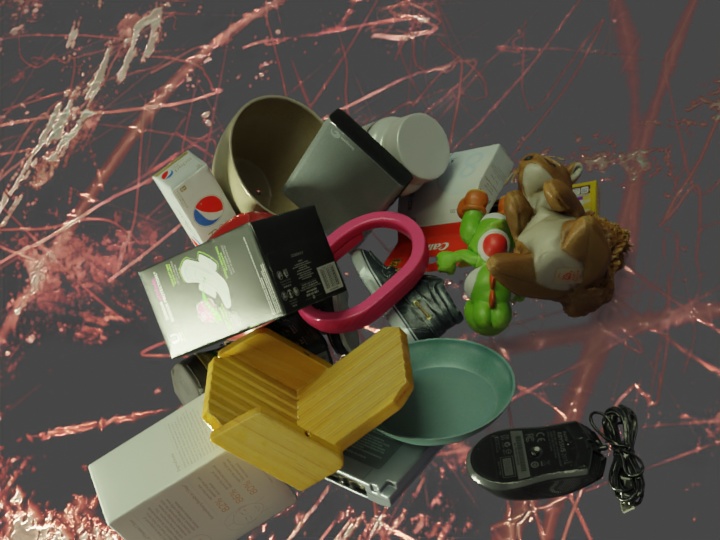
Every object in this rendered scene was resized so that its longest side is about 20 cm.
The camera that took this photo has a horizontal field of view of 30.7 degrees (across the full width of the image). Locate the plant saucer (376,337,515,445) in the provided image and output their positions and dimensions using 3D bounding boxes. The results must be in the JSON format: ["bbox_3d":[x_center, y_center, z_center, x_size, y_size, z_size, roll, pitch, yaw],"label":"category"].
[{"bbox_3d":[0.092,0.156,1.617,0.200,0.036,0.200,-5,33,3],"label":"plant saucer"}]

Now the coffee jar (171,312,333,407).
[{"bbox_3d":[-0.143,0.134,1.726,0.200,0.085,0.104,-22,45,-21],"label":"coffee jar"}]

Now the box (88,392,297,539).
[{"bbox_3d":[-0.207,0.264,1.627,0.200,0.152,0.106,-31,43,-2],"label":"box"}]

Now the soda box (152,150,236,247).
[{"bbox_3d":[-0.224,-0.077,1.925,0.068,0.200,0.064,-40,43,-14],"label":"soda box"}]

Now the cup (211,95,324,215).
[{"bbox_3d":[-0.146,-0.145,1.979,0.143,0.200,0.200,-26,33,49],"label":"cup"}]

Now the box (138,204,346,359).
[{"bbox_3d":[-0.150,0.014,1.669,0.200,0.125,0.148,-21,0,33],"label":"box"}]

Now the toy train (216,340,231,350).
[{"bbox_3d":[-0.155,0.161,1.785,0.046,0.034,0.200,-28,42,-3],"label":"toy train"}]

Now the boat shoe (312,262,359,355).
[{"bbox_3d":[-0.046,0.055,1.802,0.060,0.076,0.200,-23,31,7],"label":"boat shoe"}]

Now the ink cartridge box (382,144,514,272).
[{"bbox_3d":[0.108,-0.084,1.834,0.160,0.047,0.200,-5,44,47],"label":"ink cartridge box"}]

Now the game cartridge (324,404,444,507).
[{"bbox_3d":[0.000,0.210,1.633,0.200,0.041,0.133,19,52,37],"label":"game cartridge"}]

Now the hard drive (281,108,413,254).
[{"bbox_3d":[-0.021,-0.121,1.822,0.140,0.200,0.033,43,55,3],"label":"hard drive"}]

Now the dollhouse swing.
[{"bbox_3d":[-0.062,0.124,1.559,0.176,0.182,0.200,-52,18,21],"label":"dollhouse swing"}]

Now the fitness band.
[{"bbox_3d":[0.000,0.000,1.744,0.200,0.037,0.144,-42,49,-17],"label":"fitness band"}]

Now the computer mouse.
[{"bbox_3d":[0.223,0.227,1.506,0.200,0.053,0.139,-6,44,8],"label":"computer mouse"}]

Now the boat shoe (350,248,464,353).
[{"bbox_3d":[0.063,0.026,1.771,0.091,0.071,0.200,-32,50,-1],"label":"boat shoe"}]

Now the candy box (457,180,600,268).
[{"bbox_3d":[0.229,-0.063,1.793,0.200,0.026,0.102,-11,47,21],"label":"candy box"}]

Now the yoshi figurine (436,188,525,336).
[{"bbox_3d":[0.164,0.002,1.706,0.112,0.112,0.200,-19,50,32],"label":"yoshi figurine"}]

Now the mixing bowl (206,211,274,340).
[{"bbox_3d":[-0.157,-0.010,1.847,0.200,0.108,0.200,-35,25,19],"label":"mixing bowl"}]

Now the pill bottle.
[{"bbox_3d":[0.028,-0.154,1.868,0.200,0.114,0.114,-14,39,51],"label":"pill bottle"}]

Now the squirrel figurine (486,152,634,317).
[{"bbox_3d":[0.252,-0.049,1.653,0.141,0.200,0.187,-31,40,23],"label":"squirrel figurine"}]
